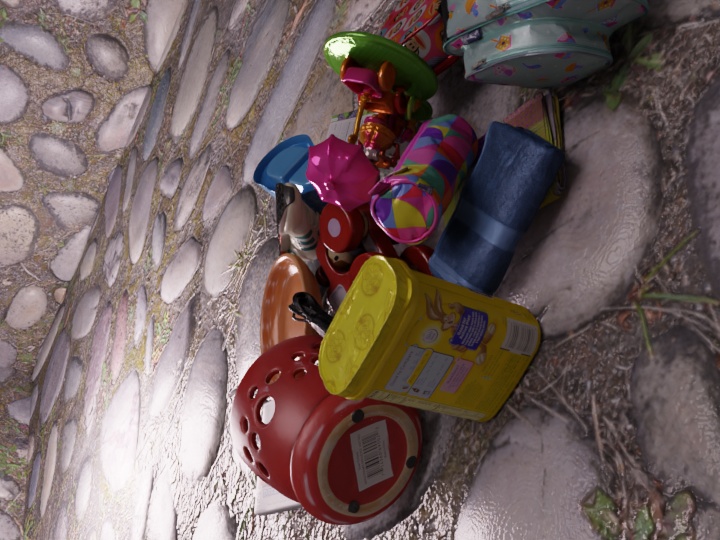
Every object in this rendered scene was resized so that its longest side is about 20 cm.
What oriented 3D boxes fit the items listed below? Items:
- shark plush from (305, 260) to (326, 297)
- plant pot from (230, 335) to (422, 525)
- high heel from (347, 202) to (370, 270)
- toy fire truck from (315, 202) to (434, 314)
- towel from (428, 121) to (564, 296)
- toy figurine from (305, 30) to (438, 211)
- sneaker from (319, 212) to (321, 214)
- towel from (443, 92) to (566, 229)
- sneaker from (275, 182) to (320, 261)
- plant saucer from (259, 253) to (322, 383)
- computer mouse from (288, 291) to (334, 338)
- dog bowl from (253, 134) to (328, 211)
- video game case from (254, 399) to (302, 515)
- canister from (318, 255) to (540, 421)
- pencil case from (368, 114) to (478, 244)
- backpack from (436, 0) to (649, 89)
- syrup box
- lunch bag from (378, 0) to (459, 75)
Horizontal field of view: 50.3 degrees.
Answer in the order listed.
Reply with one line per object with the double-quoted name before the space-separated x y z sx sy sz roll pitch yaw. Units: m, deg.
"shark plush" -0.040 -0.024 1.234 0.200 0.091 0.083 -43 57 10
"plant pot" -0.040 0.199 0.947 0.182 0.200 0.201 24 96 57
"high heel" 0.010 -0.024 1.130 0.096 0.067 0.201 -95 16 -78
"toy fire truck" 0.000 0.000 1.022 0.168 0.112 0.201 -50 62 40
"towel" 0.148 -0.065 0.871 0.201 0.048 0.112 -64 31 16
"toy figurine" 0.004 -0.159 0.948 0.150 0.200 0.185 15 78 26
"sneaker" -0.079 -0.114 1.266 0.090 0.067 0.200 -39 11 -11
"towel" 0.169 -0.111 0.930 0.200 0.023 0.144 -35 48 49
"sneaker" -0.074 -0.069 1.098 0.200 0.093 0.071 100 167 -67
"plant saucer" -0.099 0.076 1.102 0.200 0.037 0.201 -175 90 -65
"computer mouse" 0.013 0.079 0.923 0.109 0.200 0.044 26 90 45
"dog bowl" -0.082 -0.146 1.164 0.112 0.050 0.200 -49 37 -15
"video game case" -0.105 0.276 1.191 0.200 0.024 0.183 -32 49 50
"canister" 0.076 0.080 0.810 0.149 0.199 0.087 -61 32 19
"pencil case" 0.078 -0.113 0.896 0.088 0.088 0.200 -47 6 38
"backpack" 0.200 -0.282 0.819 0.200 0.175 0.154 -21 74 53
"syrup box" 0.025 -0.194 1.158 0.200 0.078 0.082 5 79 60
"lunch bag" 0.079 -0.329 1.068 0.176 0.082 0.201 -29 30 37
